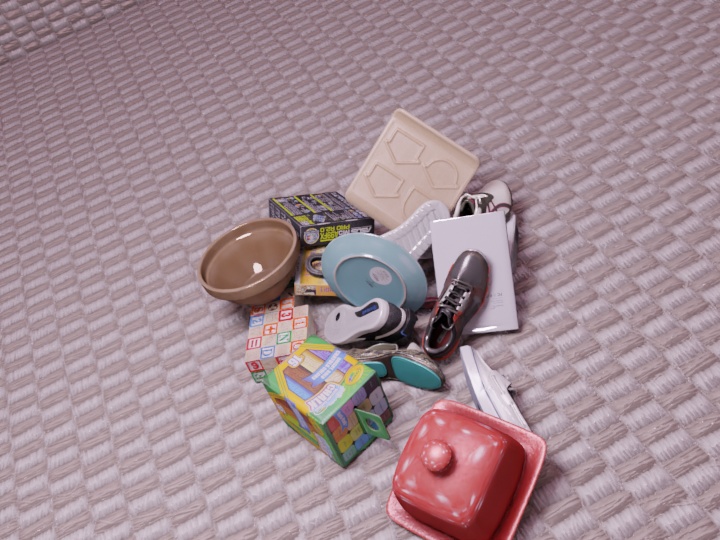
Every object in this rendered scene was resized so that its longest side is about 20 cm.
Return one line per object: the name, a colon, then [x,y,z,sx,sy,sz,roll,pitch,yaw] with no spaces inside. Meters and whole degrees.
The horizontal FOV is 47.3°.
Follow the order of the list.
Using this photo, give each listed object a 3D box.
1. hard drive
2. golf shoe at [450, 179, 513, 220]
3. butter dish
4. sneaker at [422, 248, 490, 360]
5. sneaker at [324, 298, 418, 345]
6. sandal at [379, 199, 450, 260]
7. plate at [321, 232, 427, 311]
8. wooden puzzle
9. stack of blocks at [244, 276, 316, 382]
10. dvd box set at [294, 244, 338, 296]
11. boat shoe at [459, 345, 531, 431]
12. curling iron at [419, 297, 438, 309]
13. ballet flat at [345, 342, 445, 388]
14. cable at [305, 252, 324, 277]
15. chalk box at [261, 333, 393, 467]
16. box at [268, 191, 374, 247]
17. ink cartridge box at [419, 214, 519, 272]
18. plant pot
hard drive: [0.195,0.007,1.418,0.131,0.025,0.202,-7,87,15]
golf shoe: [0.223,-0.113,1.515,0.077,0.088,0.200,9,48,32]
butter dish: [0.127,0.274,1.140,0.198,0.148,0.201,17,71,36]
sneaker: [0.160,0.059,1.370,0.077,0.082,0.201,21,92,14]
sneaker: [0.025,0.105,1.455,0.200,0.111,0.074,-16,58,57]
sandal: [0.079,-0.047,1.481,0.202,0.083,0.050,-36,5,1]
plate: [0.020,0.018,1.442,0.199,0.201,0.026,3,42,25]
wooden puzzle: [0.096,-0.167,1.515,0.185,0.201,0.046,33,14,6]
stack of blocks: [-0.143,0.104,1.525,0.114,0.059,0.201,-12,41,9]
dvd box set: [-0.023,-0.008,1.573,0.198,0.030,0.147,2,39,1]
boat shoe: [0.211,0.196,1.283,0.065,0.074,0.201,-18,51,-3]
curling iron: [0.119,0.059,1.484,0.198,0.026,0.050,-2,6,19]
ballet flat: [0.057,0.153,1.392,0.198,0.068,0.075,0,36,27]
cable: [0.000,0.000,1.524,0.198,0.050,0.098,-11,69,5]
chalk box: [-0.037,0.216,1.312,0.124,0.125,0.199,-41,44,-23]
box: [-0.083,-0.108,1.669,0.159,0.045,0.200,-9,24,-23]
ink cartridge box: [0.196,-0.045,1.557,0.198,0.051,0.109,-4,44,20]
plant pot: [-0.198,0.000,1.544,0.199,0.093,0.202,-13,39,11]
